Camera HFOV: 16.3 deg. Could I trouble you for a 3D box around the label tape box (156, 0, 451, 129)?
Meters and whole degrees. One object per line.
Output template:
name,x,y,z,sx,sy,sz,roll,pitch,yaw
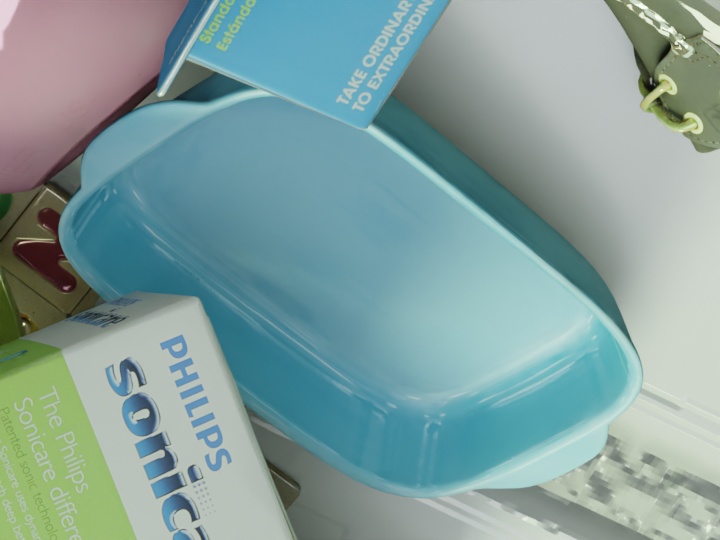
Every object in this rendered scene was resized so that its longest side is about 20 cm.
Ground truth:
label tape box,0.016,-0.118,0.681,0.066,0.200,0.143,31,109,-9

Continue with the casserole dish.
casserole dish,0.000,0.000,0.779,0.121,0.039,0.200,-30,125,35

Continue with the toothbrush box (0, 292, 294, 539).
toothbrush box,-0.118,0.110,0.710,0.200,0.086,0.146,-23,97,-14

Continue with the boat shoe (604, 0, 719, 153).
boat shoe,0.122,-0.058,0.764,0.202,0.072,0.060,32,104,-12

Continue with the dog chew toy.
dog chew toy,-0.138,-0.120,0.739,0.124,0.125,0.200,-40,93,16

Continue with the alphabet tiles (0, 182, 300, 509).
alphabet tiles,-0.128,0.051,0.856,0.200,0.006,0.166,37,108,-10

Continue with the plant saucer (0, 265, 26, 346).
plant saucer,-0.200,0.042,0.773,0.200,0.031,0.200,4,79,-24
